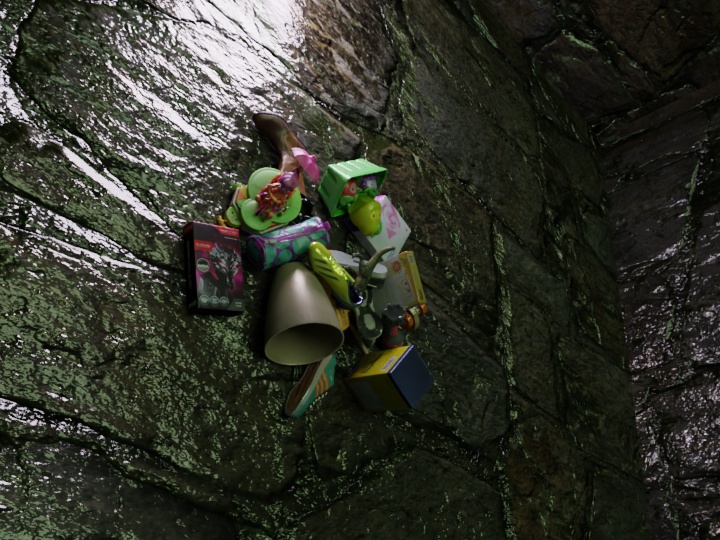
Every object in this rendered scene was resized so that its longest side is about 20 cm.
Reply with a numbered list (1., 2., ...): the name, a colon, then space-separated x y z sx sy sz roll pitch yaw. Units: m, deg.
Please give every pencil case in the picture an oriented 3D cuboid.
1. pencil case: -0.171 -0.066 1.444 0.198 0.092 0.086 -21 75 -34

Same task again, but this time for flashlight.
1. flashlight: 0.092 0.155 1.623 0.068 0.201 0.068 36 64 17

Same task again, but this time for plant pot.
1. plant pot: -0.146 0.087 1.422 0.185 0.187 0.203 20 44 -40

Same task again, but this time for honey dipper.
1. honey dipper: -0.016 0.162 1.617 0.038 0.038 0.202 -42 106 -48

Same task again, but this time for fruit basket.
1. fruit basket: 0.003 -0.205 1.713 0.212 0.157 0.218 19 36 -14

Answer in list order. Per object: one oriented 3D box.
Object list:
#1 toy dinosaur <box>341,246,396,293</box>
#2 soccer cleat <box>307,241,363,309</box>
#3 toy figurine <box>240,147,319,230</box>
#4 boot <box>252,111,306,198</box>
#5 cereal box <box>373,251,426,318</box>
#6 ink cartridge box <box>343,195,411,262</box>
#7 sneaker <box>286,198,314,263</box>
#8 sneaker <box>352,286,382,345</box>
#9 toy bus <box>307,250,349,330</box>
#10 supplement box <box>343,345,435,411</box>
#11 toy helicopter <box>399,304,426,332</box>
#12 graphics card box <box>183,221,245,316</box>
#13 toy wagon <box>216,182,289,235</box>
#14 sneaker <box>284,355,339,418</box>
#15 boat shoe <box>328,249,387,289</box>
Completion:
1. toy dinosaur: 0.000 0.000 1.553 0.087 0.202 0.048 31 10 -17
2. soccer cleat: -0.056 0.009 1.450 0.202 0.082 0.065 60 40 -27
3. toy figurine: -0.178 -0.204 1.415 0.150 0.183 0.201 45 50 -9
4. boot: -0.216 -0.299 1.592 0.188 0.068 0.204 37 43 -47
5. cereal box: 0.074 0.048 1.642 0.039 0.198 0.147 -1 73 -51
6. ink cartridge box: 0.057 -0.135 1.830 0.201 0.043 0.197 52 43 -19
7. sneaker: -0.154 -0.101 1.549 0.073 0.087 0.204 23 57 -38
8. sneaker: 0.005 0.115 1.621 0.075 0.089 0.203 -6 53 -10
9. toy bus: -0.086 0.055 1.539 0.078 0.064 0.204 -28 104 -76
10. supplement box: 0.070 0.275 1.522 0.109 0.199 0.110 -42 104 -37
11. toy helicopter: 0.088 0.095 1.716 0.079 0.133 0.200 -37 76 -31
12. graphics card box: -0.327 -0.002 1.346 0.124 0.050 0.204 10 66 -45
13. toy wagon: -0.259 -0.144 1.475 0.198 0.039 0.157 -25 83 -44
14. sneaker: -0.106 0.281 1.438 0.080 0.071 0.201 52 47 -22
15. boat shoe: -0.028 0.001 1.613 0.196 0.065 0.071 18 27 6
